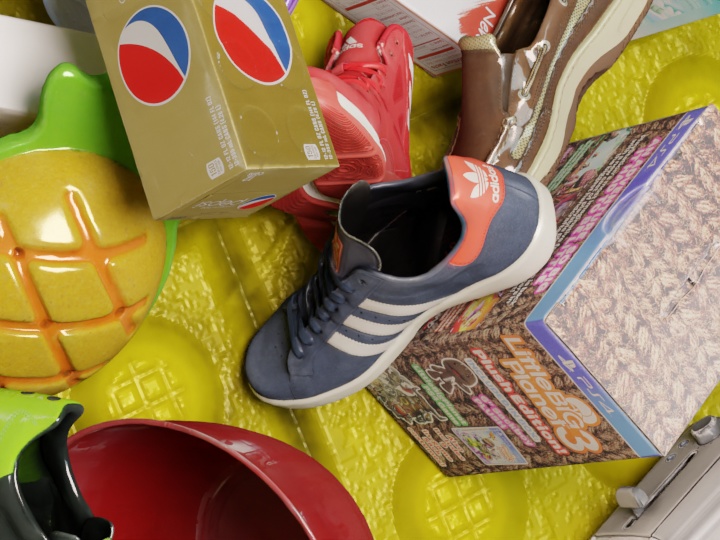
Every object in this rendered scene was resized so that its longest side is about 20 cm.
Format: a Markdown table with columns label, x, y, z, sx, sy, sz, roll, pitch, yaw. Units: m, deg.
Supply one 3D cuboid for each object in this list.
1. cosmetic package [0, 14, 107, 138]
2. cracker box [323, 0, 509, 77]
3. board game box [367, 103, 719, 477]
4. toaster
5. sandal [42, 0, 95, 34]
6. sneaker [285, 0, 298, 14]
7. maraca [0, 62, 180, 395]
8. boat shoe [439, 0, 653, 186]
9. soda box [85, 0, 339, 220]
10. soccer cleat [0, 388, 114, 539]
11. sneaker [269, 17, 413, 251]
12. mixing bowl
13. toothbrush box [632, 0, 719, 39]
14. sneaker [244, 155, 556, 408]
| label | x | y | z | sx | sy | sz | roll | pitch | yaw |
| --- | --- | --- | --- | --- | --- | --- | --- | --- | --- |
| cosmetic package | -0.162 | -0.091 | 1.335 | 0.199 | 0.082 | 0.051 | 10 | 79 | -31 |
| cracker box | 0.006 | -0.216 | 1.468 | 0.200 | 0.058 | 0.134 | 33 | 69 | -24 |
| board game box | 0.113 | 0.015 | 1.419 | 0.097 | 0.200 | 0.160 | 48 | 63 | -17 |
| toaster | 0.216 | 0.188 | 1.512 | 0.129 | 0.114 | 0.200 | -37 | 105 | -26 |
| sandal | -0.153 | -0.220 | 1.370 | 0.079 | 0.059 | 0.207 | 5 | 86 | -42 |
| sneaker | -0.038 | -0.168 | 1.345 | 0.081 | 0.083 | 0.200 | 34 | 53 | -20 |
| maraca | -0.147 | -0.017 | 1.294 | 0.137 | 0.107 | 0.200 | 31 | 108 | -37 |
| boat shoe | 0.076 | -0.098 | 1.436 | 0.075 | 0.075 | 0.203 | 39 | 70 | -23 |
| soda box | -0.081 | -0.127 | 1.238 | 0.068 | 0.064 | 0.201 | -4 | 72 | -51 |
| soccer cleat | -0.155 | 0.155 | 1.272 | 0.067 | 0.081 | 0.201 | -20 | 106 | -60 |
| sneaker | -0.017 | -0.089 | 1.390 | 0.078 | 0.200 | 0.116 | -3 | 70 | 8 |
| mixing bowl | -0.064 | 0.156 | 1.317 | 0.108 | 0.200 | 0.201 | -21 | 95 | -56 |
| toothbrush box | 0.196 | -0.214 | 1.501 | 0.085 | 0.200 | 0.147 | 47 | 64 | -17 |
| sneaker | 0.000 | 0.000 | 1.359 | 0.084 | 0.200 | 0.075 | 25 | 40 | -43 |
